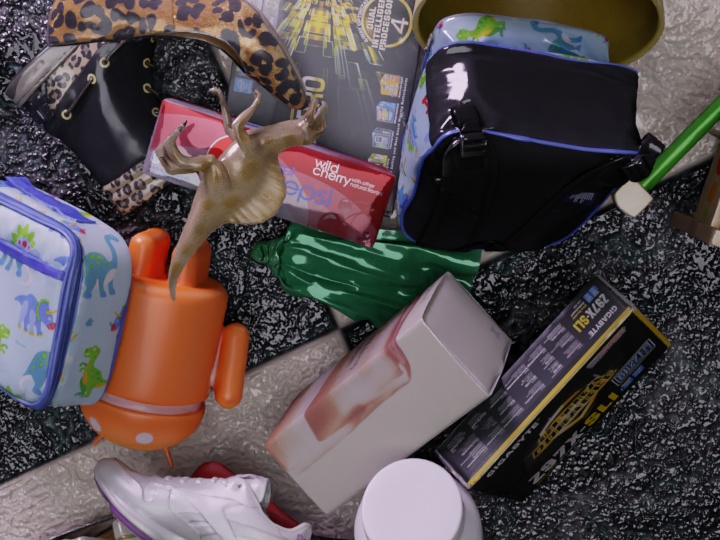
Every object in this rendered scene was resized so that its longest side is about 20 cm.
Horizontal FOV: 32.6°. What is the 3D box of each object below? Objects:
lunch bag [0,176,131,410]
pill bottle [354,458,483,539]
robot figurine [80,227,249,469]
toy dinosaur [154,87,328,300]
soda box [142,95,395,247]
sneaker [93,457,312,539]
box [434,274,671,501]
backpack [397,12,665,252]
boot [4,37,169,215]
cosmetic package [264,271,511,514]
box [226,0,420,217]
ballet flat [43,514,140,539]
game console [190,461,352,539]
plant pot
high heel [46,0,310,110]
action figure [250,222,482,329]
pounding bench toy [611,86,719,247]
[{"bbox_3d":[-0.283,0.013,1.031,0.199,0.082,0.163,25,104,36],"label":"lunch bag"},{"bbox_3d":[0.052,0.233,1.046,0.107,0.201,0.110,-3,61,6],"label":"pill bottle"},{"bbox_3d":[-0.179,0.068,1.068,0.142,0.116,0.203,6,102,-33],"label":"robot figurine"},{"bbox_3d":[-0.110,-0.070,0.948,0.101,0.058,0.200,42,96,-11],"label":"toy dinosaur"},{"bbox_3d":[-0.074,-0.082,1.013,0.198,0.070,0.064,17,99,-7],"label":"soda box"},{"bbox_3d":[-0.132,0.204,1.044,0.198,0.075,0.100,30,77,8],"label":"sneaker"},{"bbox_3d":[0.169,0.107,1.055,0.200,0.159,0.049,-48,65,6],"label":"box"},{"bbox_3d":[0.119,-0.104,0.992,0.180,0.200,0.149,5,64,-10],"label":"backpack"},{"bbox_3d":[-0.182,-0.163,1.056,0.203,0.074,0.154,-39,104,2],"label":"boot"},{"bbox_3d":[0.023,0.105,1.049,0.200,0.103,0.087,-40,96,27],"label":"cosmetic package"},{"bbox_3d":[-0.033,-0.160,1.063,0.159,0.049,0.203,10,101,0],"label":"box"},{"bbox_3d":[-0.223,0.251,1.116,0.198,0.072,0.073,-22,99,5],"label":"ballet flat"},{"bbox_3d":[-0.113,0.292,1.124,0.119,0.172,0.201,42,100,33],"label":"game console"},{"bbox_3d":[0.144,-0.258,0.992,0.197,0.200,0.144,4,73,-1],"label":"plant pot"},{"bbox_3d":[-0.146,-0.171,0.985,0.142,0.071,0.200,-44,95,-10],"label":"high heel"},{"bbox_3d":[0.000,0.000,1.088,0.197,0.055,0.120,12,101,-6],"label":"action figure"},{"bbox_3d":[0.324,-0.098,1.036,0.197,0.124,0.158,17,99,-3],"label":"pounding bench toy"}]
